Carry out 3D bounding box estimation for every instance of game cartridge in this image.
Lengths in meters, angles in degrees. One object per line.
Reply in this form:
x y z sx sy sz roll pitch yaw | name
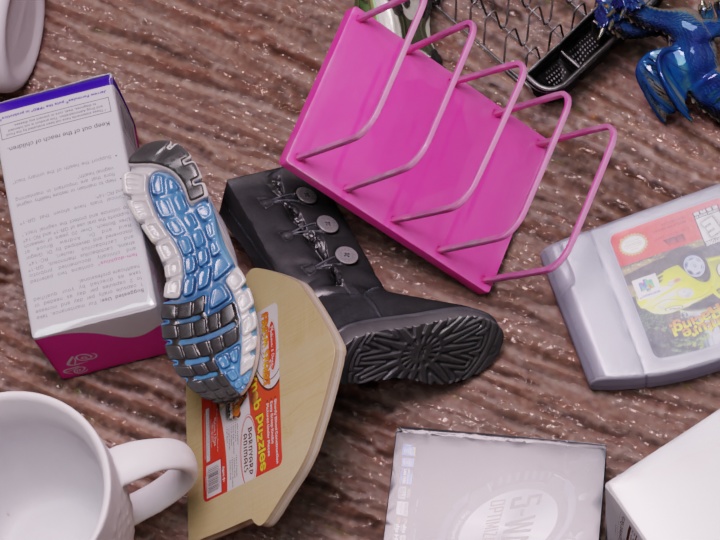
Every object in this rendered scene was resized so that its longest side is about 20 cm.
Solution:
0.251 0.012 1.665 0.199 0.041 0.134 -20 74 -1 | game cartridge

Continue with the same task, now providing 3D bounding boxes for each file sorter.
0.071 -0.097 1.627 0.199 0.125 0.140 32 69 -23 | file sorter

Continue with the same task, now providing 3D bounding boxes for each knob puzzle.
-0.064 0.093 1.607 0.030 0.219 0.222 13 63 -33 | knob puzzle

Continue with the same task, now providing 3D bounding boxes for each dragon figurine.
0.253 -0.150 1.702 0.099 0.059 0.201 -26 99 -14 | dragon figurine

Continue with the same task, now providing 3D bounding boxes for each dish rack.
0.137 -0.240 1.769 0.153 0.055 0.200 -43 70 -12 | dish rack

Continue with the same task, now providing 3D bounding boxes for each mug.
-0.211 0.174 1.574 0.199 0.176 0.148 -23 68 -4 | mug

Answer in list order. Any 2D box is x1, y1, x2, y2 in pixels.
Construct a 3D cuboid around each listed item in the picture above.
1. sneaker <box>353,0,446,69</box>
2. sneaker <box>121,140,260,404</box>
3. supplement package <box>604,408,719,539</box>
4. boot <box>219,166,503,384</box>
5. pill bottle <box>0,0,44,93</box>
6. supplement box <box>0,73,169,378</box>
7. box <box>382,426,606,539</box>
0.009 -0.192 1.747 0.088 0.077 0.202 -22 68 38 | sneaker
-0.116 0.004 1.638 0.074 0.087 0.202 -17 77 7 | sneaker
0.301 0.200 1.526 0.190 0.147 0.201 -31 68 -7 | supplement package
-0.001 0.000 1.678 0.164 0.066 0.200 3 35 -38 | boot
-0.367 -0.213 1.777 0.198 0.116 0.117 8 69 10 | pill bottle
-0.213 -0.033 1.696 0.102 0.101 0.201 -15 67 0 | supplement box
0.094 0.221 1.594 0.159 0.044 0.202 5 69 8 | box
